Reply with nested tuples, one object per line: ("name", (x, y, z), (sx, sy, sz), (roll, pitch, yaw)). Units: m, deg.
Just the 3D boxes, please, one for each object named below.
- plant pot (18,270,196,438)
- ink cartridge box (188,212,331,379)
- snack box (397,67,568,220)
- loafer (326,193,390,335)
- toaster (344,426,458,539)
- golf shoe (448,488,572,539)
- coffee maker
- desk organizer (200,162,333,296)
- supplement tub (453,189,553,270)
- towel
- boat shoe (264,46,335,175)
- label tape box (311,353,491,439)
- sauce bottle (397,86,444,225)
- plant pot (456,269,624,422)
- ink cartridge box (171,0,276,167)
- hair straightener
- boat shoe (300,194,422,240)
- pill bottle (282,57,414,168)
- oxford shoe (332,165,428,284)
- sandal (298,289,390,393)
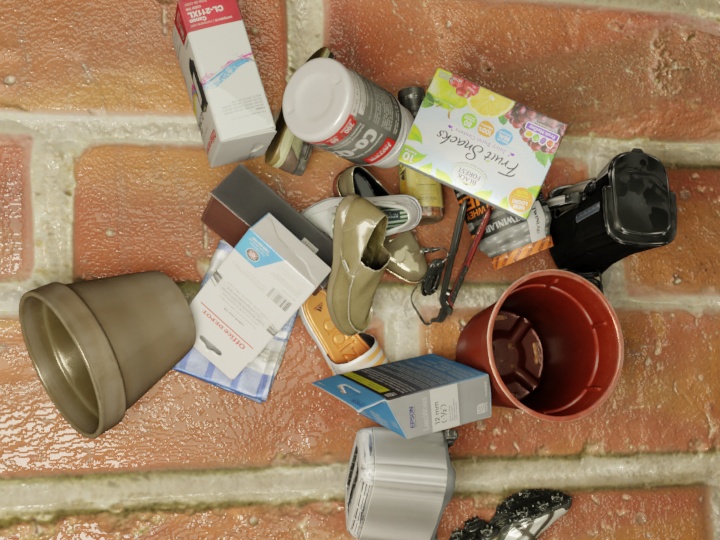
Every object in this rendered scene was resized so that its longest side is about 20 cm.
("plant pot", (-0.313, 0.088, 1.325), (0.173, 0.200, 0.202), (-26, 88, -35))
("ink cartridge box", (-0.147, 0.037, 1.373), (0.116, 0.200, 0.067), (41, 29, -3))
("snack box", (0.170, -0.175, 1.437), (0.198, 0.053, 0.144), (24, 93, 7))
("loafer", (0.000, 0.000, 1.376), (0.076, 0.067, 0.202), (-33, 130, -48))
("toaster", (0.051, 0.286, 1.383), (0.127, 0.202, 0.114), (5, 41, -9))
("golf shoe", (0.221, 0.383, 1.476), (0.198, 0.078, 0.096), (-22, 104, -16))
("coffee maker", (0.373, -0.059, 1.517), (0.133, 0.200, 0.194), (-21, 86, -17))
("desk organizer", (-0.120, -0.046, 1.424), (0.199, 0.077, 0.072), (40, 56, 1))
("supplement tub", (0.205, -0.111, 1.520), (0.121, 0.122, 0.202), (-21, 86, -17))
("towel", (-0.164, 0.069, 1.440), (0.145, 0.024, 0.202), (22, 76, -10))
("boat shoe", (-0.077, -0.229, 1.495), (0.064, 0.073, 0.202), (30, 73, -24))
("label tape box", (0.054, 0.171, 1.372), (0.198, 0.143, 0.067), (-12, 103, -26))
("sauce bottle", (0.085, -0.170, 1.529), (0.065, 0.066, 0.203), (-2, 79, -15))
("plant pot", (0.235, 0.113, 1.452), (0.198, 0.195, 0.204), (2, 80, -15))
("ink cartridge box", (-0.192, -0.261, 1.423), (0.082, 0.146, 0.202), (-16, 85, -16))
("hair straightener", (0.120, -0.012, 1.483), (0.076, 0.041, 0.202), (22, 112, 6))
("boat shoe", (-0.015, -0.071, 1.434), (0.198, 0.067, 0.074), (-15, 94, 17))
("pill bottle", (-0.009, -0.212, 1.435), (0.199, 0.113, 0.116), (16, 72, -56))
("oxford shoe", (0.033, -0.065, 1.489), (0.070, 0.075, 0.200), (-41, 93, -18))
("sandal", (-0.014, 0.113, 1.447), (0.079, 0.059, 0.207), (-40, 99, -20))
